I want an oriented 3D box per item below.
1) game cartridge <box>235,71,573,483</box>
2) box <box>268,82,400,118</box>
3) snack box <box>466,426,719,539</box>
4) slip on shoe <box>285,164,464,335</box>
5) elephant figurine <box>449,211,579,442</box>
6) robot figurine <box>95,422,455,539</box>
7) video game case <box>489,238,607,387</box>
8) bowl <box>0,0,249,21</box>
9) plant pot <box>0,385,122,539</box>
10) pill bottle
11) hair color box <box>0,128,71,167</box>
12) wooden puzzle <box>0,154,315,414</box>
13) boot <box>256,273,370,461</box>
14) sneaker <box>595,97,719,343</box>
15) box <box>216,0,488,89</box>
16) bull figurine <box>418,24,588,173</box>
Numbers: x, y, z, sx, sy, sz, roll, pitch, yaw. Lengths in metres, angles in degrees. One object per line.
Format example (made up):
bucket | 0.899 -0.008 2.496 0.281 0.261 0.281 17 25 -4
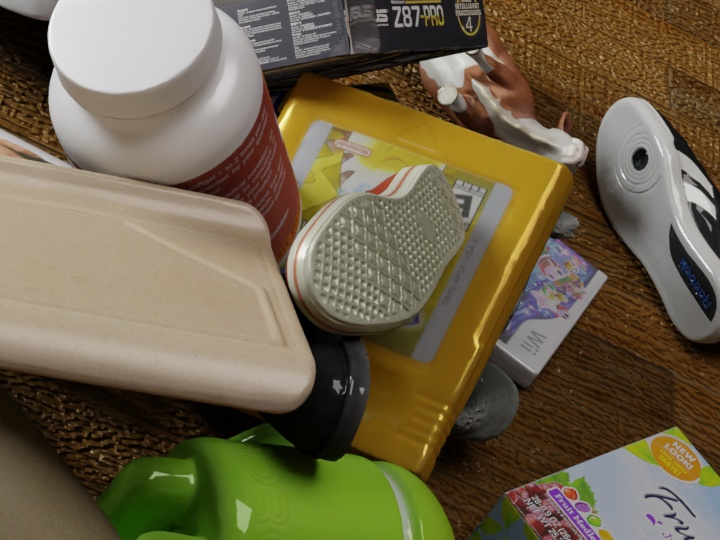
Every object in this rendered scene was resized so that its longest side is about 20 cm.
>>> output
game cartridge | 0.000 0.000 1.269 0.176 0.032 0.200 21 69 19
box | -0.063 -0.066 1.389 0.200 0.064 0.070 -6 52 -32
snack box | 0.179 0.199 1.293 0.169 0.068 0.200 -14 58 -45
slip on shoe | 0.000 -0.008 1.168 0.074 0.061 0.200 66 21 -7
elephant figurine | 0.038 0.041 1.322 0.141 0.155 0.200 36 34 -37
robot figurine | -0.038 0.147 1.144 0.200 0.116 0.176 10 48 -29
video game case | 0.058 -0.020 1.488 0.200 0.018 0.143 37 36 4
bowl | -0.173 -0.219 1.422 0.200 0.075 0.200 -7 27 -41
plant pot | -0.201 0.124 1.018 0.200 0.187 0.187 38 35 -16
pill bottle | -0.099 -0.073 1.192 0.112 0.200 0.112 -4 61 7
hair color box | -0.247 -0.046 1.249 0.200 0.061 0.099 28 37 -10
wooden puzzle | -0.123 0.006 1.041 0.185 0.037 0.200 10 22 -13
boot | -0.109 0.029 1.116 0.200 0.066 0.165 15 13 -21
sneaker | 0.246 -0.031 1.607 0.112 0.073 0.200 5 54 -38
box | -0.046 -0.138 1.384 0.161 0.200 0.049 -14 95 -56
bull figurine | 0.079 -0.138 1.582 0.200 0.065 0.121 51 6 33
